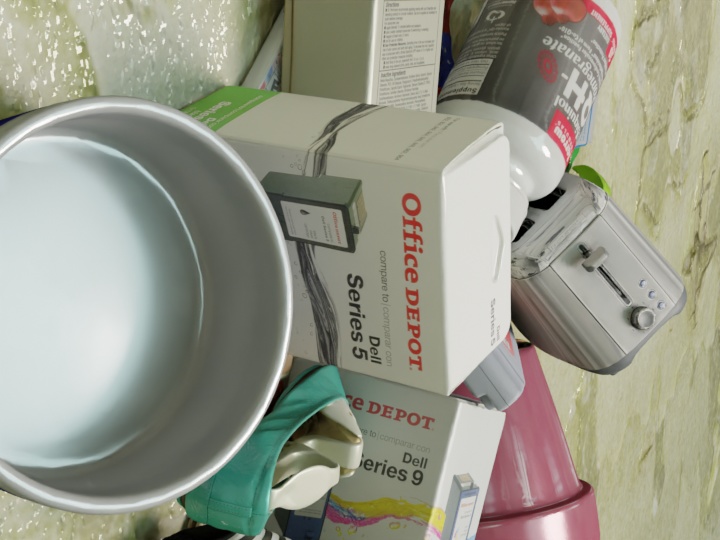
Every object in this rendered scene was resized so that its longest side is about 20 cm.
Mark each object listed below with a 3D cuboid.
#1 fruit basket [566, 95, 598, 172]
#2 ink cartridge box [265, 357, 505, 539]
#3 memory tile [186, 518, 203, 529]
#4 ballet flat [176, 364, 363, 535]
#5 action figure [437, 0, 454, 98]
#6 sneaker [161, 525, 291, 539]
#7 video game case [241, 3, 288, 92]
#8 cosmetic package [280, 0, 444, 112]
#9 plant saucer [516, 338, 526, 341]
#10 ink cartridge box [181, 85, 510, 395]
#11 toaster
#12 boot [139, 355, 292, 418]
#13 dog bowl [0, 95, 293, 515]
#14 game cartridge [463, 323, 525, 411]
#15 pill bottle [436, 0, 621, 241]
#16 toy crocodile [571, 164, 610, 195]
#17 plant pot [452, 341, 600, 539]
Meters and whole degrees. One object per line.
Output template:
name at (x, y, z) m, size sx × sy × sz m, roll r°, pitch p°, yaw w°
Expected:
fruit basket at (0.147, -0.146, 1.094) m, size 0.200 × 0.094 × 0.186 m, roll -25°, pitch 124°, yaw -64°
ink cartridge box at (0.005, 0.176, 0.888) m, size 0.087 × 0.145 × 0.200 m, roll 23°, pitch 81°, yaw -59°
memory tile at (-0.066, 0.206, 0.941) m, size 0.153 × 0.017 × 0.200 m, roll -54°, pitch 143°, yaw -37°
ballet flat at (-0.039, 0.117, 0.779) m, size 0.200 × 0.070 × 0.067 m, roll -30°, pitch 138°, yaw -63°
action figure at (0.059, -0.139, 1.006) m, size 0.065 × 0.052 × 0.200 m, roll 4°, pitch 99°, yaw -66°
sneaker at (-0.112, 0.242, 0.827) m, size 0.201 × 0.115 × 0.076 m, roll -53°, pitch -178°, yaw 18°
video game case at (-0.015, -0.160, 0.893) m, size 0.200 × 0.018 × 0.143 m, roll -66°, pitch 149°, yaw -21°
cosmetic package at (0.004, -0.167, 0.828) m, size 0.103 × 0.073 × 0.200 m, roll -20°, pitch 117°, yaw -58°
plant saucer at (0.136, 0.167, 1.270) m, size 0.200 × 0.032 × 0.201 m, roll -32°, pitch 128°, yaw -53°
ink cartridge box at (-0.015, -0.024, 0.753) m, size 0.084 × 0.200 × 0.146 m, roll -39°, pitch 133°, yaw -49°
toaster at (0.161, -0.007, 0.998) m, size 0.114 × 0.200 × 0.129 m, roll -43°, pitch 112°, yaw -5°
boot at (-0.112, 0.099, 0.765) m, size 0.200 × 0.075 × 0.107 m, roll 2°, pitch 104°, yaw -62°
dog bowl at (-0.135, 0.017, 0.612) m, size 0.200 × 0.079 × 0.200 m, roll 0°, pitch 89°, yaw -40°
game cartridge at (0.069, 0.020, 0.922) m, size 0.133 × 0.041 × 0.200 m, roll 50°, pitch 10°, yaw -8°
pill bottle at (0.115, -0.122, 0.930) m, size 0.200 × 0.111 × 0.111 m, roll -64°, pitch 148°, yaw -20°
toy crocodile at (0.157, -0.015, 1.141) m, size 0.200 × 0.062 × 0.067 m, roll -46°, pitch 159°, yaw 26°
plant pot at (0.096, 0.158, 1.051) m, size 0.200 × 0.200 × 0.179 m, roll -8°, pitch 92°, yaw -60°
